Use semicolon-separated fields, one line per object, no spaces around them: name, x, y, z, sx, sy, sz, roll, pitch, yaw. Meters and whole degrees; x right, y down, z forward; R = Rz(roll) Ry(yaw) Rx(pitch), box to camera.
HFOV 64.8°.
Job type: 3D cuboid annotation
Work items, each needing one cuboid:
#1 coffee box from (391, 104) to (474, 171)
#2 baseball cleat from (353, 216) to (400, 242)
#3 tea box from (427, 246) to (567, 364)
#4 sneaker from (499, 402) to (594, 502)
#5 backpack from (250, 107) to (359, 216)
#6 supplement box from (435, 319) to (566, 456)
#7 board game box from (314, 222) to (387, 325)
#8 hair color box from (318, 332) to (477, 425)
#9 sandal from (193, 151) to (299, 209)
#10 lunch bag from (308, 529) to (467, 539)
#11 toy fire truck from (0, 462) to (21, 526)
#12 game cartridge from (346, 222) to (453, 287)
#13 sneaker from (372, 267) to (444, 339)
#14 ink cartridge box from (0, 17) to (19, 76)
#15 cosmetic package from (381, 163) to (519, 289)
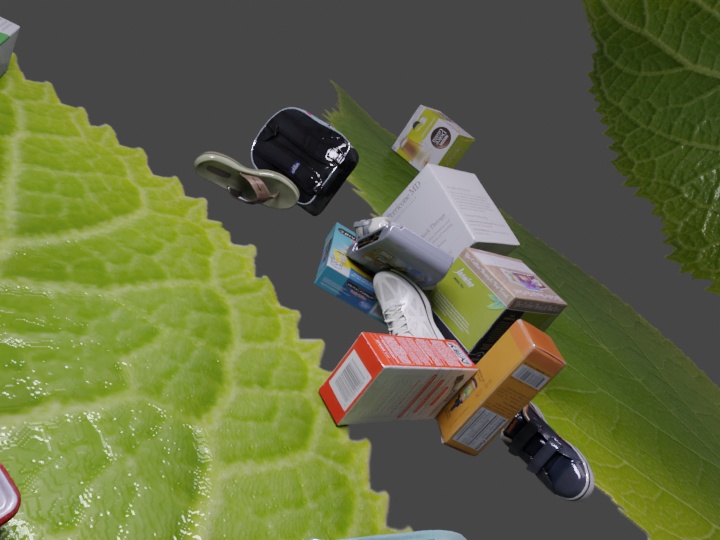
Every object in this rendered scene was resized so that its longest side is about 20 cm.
coffee box;0.284;-0.489;2.190;0.198;0.200;0.200;43;24;18
baseball cleat;0.059;-0.039;1.066;0.106;0.070;0.200;4;-31;39
tea box;0.225;0.083;1.017;0.200;0.197;0.134;10;34;-46
sneaker;0.271;0.269;0.877;0.079;0.079;0.200;29;12;-27
backpack;-0.119;-0.231;1.182;0.200;0.178;0.151;36;0;13
supplement box;0.191;0.169;0.801;0.069;0.200;0.067;30;23;-20
board game box;0.000;0.000;1.058;0.151;0.047;0.200;31;24;-12
hair color box;0.055;0.147;0.769;0.199;0.111;0.064;13;32;-44
sandal;-0.210;-0.152;1.045;0.200;0.080;0.058;17;46;-24
lunch bag;0.046;0.306;0.443;0.199;0.122;0.171;14;30;-30
toy fire truck;-0.320;0.128;0.317;0.168;0.112;0.200;56;25;0
game cartridge;0.065;-0.018;0.941;0.133;0.042;0.200;34;-17;-12
sneaker;0.071;0.092;0.900;0.201;0.076;0.115;58;28;3
ink cartridge box;-0.634;-0.358;0.829;0.199;0.083;0.147;21;26;-28
cosmetic package;0.186;-0.086;1.190;0.166;0.167;0.201;0;53;-44
